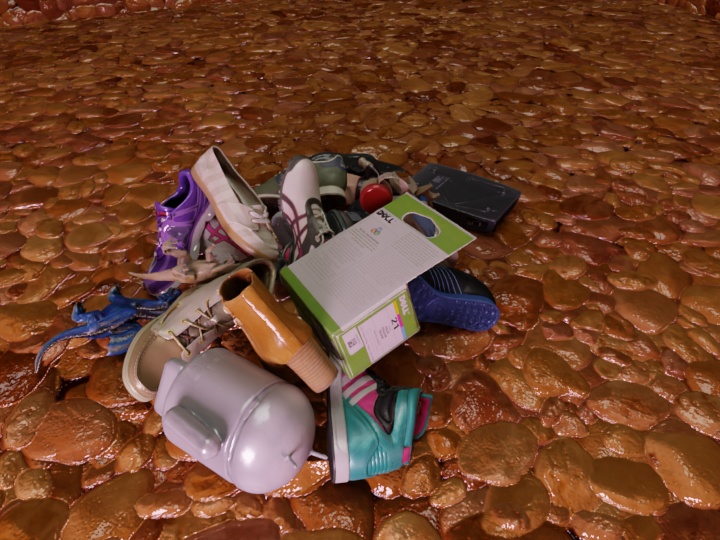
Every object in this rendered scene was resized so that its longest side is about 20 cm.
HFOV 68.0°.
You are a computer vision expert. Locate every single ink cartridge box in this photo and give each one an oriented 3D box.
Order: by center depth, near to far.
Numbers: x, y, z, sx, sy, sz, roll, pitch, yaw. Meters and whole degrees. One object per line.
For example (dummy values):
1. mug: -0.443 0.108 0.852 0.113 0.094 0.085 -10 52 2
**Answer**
1. ink cartridge box: 0.024 0.008 0.638 0.198 0.077 0.148 -32 41 -14

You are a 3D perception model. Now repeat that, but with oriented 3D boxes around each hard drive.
1. hard drive: 0.183 -0.137 0.994 0.197 0.043 0.135 24 45 28

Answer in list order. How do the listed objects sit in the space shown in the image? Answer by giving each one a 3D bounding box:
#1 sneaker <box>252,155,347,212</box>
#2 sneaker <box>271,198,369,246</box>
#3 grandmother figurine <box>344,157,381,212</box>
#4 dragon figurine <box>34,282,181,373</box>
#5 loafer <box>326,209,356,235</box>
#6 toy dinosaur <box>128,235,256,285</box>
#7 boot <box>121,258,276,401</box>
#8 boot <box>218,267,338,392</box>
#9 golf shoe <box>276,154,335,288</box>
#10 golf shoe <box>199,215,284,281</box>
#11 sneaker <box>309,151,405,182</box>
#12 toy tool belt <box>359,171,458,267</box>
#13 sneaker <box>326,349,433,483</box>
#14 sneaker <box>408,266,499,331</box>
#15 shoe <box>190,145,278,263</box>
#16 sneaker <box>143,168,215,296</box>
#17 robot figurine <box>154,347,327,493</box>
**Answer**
1. sneaker: -0.110 -0.160 0.959 0.196 0.067 0.092 -1 72 24
2. sneaker: -0.044 -0.074 0.898 0.196 0.077 0.114 14 36 13
3. grandmother figurine: -0.002 -0.149 0.986 0.196 0.124 0.060 13 -1 15
4. dragon figurine: -0.332 0.073 0.718 0.098 0.060 0.199 17 34 32
5. loafer: 0.000 0.000 0.785 0.062 0.072 0.203 -3 60 -30
6. toy dinosaur: -0.241 0.000 0.746 0.195 0.102 0.059 -6 66 -4
7. boot: -0.196 0.067 0.670 0.153 0.073 0.201 -22 25 30
8. boot: -0.104 0.063 0.606 0.071 0.145 0.201 -43 12 -19
9. golf shoe: -0.071 -0.068 0.789 0.087 0.205 0.077 6 9 37
10. golf shoe: -0.211 -0.028 0.839 0.197 0.074 0.092 20 44 24
11. sneaker: -0.017 -0.189 1.048 0.195 0.061 0.105 -8 36 -13
12. toy tool belt: 0.064 -0.080 0.806 0.124 0.200 0.124 -30 32 22
13. sneaker: 0.021 0.146 0.610 0.118 0.085 0.201 0 33 -6
14. sneaker: 0.098 0.027 0.749 0.196 0.071 0.078 18 27 -12
15. shoe: -0.178 -0.097 0.778 0.201 0.053 0.070 52 21 13
16. sneaker: -0.291 -0.062 0.818 0.079 0.083 0.204 14 80 35
17. robot figurine: -0.130 0.158 0.571 0.197 0.115 0.169 21 10 24
